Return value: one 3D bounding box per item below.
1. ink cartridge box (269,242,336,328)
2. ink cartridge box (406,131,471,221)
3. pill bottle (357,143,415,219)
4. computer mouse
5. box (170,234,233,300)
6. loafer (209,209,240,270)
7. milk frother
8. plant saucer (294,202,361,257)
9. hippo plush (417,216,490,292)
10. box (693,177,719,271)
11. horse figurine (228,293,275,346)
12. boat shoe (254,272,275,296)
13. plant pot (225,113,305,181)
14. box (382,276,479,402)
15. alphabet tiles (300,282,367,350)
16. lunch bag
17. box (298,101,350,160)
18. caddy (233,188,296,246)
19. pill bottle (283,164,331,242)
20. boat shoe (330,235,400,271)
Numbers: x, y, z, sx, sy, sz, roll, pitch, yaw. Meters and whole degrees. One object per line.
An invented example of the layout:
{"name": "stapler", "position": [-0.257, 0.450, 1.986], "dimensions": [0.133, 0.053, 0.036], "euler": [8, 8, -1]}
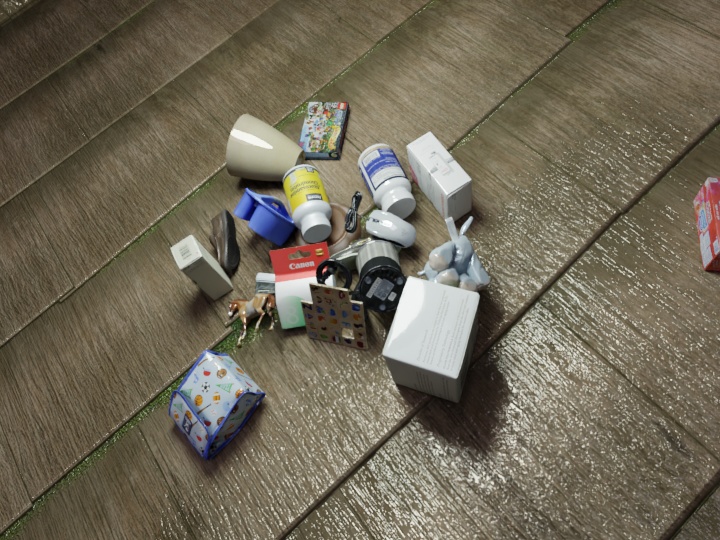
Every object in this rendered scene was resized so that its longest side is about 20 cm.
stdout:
{"name": "ink cartridge box", "position": [-0.142, 0.042, 1.316], "dimensions": [0.157, 0.204, 0.050], "euler": [-8, 21, 9]}
{"name": "ink cartridge box", "position": [0.214, -0.247, 1.394], "dimensions": [0.082, 0.147, 0.202], "euler": [-30, 62, -4]}
{"name": "pill bottle", "position": [0.075, -0.245, 1.442], "dimensions": [0.114, 0.116, 0.203], "euler": [-23, 61, 0]}
{"name": "computer mouse", "position": [0.054, -0.125, 1.349], "dimensions": [0.196, 0.044, 0.112], "euler": [22, 81, 9]}
{"name": "box", "position": [-0.421, -0.003, 1.383], "dimensions": [0.068, 0.201, 0.083], "euler": [-32, 60, -5]}
{"name": "loafer", "position": [-0.399, -0.081, 1.499], "dimensions": [0.070, 0.073, 0.203], "euler": [-21, 55, 11]}
{"name": "milk frother", "position": [0.000, 0.000, 1.261], "dimensions": [0.180, 0.200, 0.189], "euler": [-39, 18, 11]}
{"name": "plant saucer", "position": [-0.097, -0.116, 1.462], "dimensions": [0.196, 0.037, 0.205], "euler": [-6, 63, 11]}
{"name": "hippo plush", "position": [0.199, -0.003, 1.254], "dimensions": [0.156, 0.160, 0.204], "euler": [-5, 71, -32]}
{"name": "box", "position": [0.858, -0.108, 1.207], "dimensions": [0.093, 0.100, 0.204], "euler": [3, 64, 14]}
{"name": "horse figurine", "position": [-0.279, 0.112, 1.356], "dimensions": [0.198, 0.050, 0.135], "euler": [-28, 50, 33]}
{"name": "boat shoe", "position": [-0.193, 0.053, 1.388], "dimensions": [0.196, 0.072, 0.073], "euler": [5, 80, 20]}
{"name": "plant pot", "position": [-0.273, -0.345, 1.551], "dimensions": [0.196, 0.188, 0.190], "euler": [20, 68, 6]}
{"name": "box", "position": [0.167, 0.159, 1.172], "dimensions": [0.168, 0.200, 0.203], "euler": [13, 66, 18]}
{"name": "alphabet tiles", "position": [-0.067, 0.111, 1.254], "dimensions": [0.164, 0.203, 0.008], "euler": [10, 44, 17]}
{"name": "lunch bag", "position": [-0.363, 0.327, 1.255], "dimensions": [0.169, 0.124, 0.201], "euler": [38, 90, 26]}
{"name": "box", "position": [-0.115, -0.442, 1.627], "dimensions": [0.133, 0.038, 0.204], "euler": [3, 65, 14]}
{"name": "caddy", "position": [-0.256, -0.156, 1.433], "dimensions": [0.141, 0.200, 0.106], "euler": [39, 93, 24]}
{"name": "pill bottle", "position": [-0.142, -0.182, 1.421], "dimensions": [0.110, 0.113, 0.203], "euler": [-20, 61, 2]}
{"name": "boat shoe", "position": [0.007, -0.054, 1.389], "dimensions": [0.197, 0.072, 0.062], "euler": [-16, 62, -5]}
